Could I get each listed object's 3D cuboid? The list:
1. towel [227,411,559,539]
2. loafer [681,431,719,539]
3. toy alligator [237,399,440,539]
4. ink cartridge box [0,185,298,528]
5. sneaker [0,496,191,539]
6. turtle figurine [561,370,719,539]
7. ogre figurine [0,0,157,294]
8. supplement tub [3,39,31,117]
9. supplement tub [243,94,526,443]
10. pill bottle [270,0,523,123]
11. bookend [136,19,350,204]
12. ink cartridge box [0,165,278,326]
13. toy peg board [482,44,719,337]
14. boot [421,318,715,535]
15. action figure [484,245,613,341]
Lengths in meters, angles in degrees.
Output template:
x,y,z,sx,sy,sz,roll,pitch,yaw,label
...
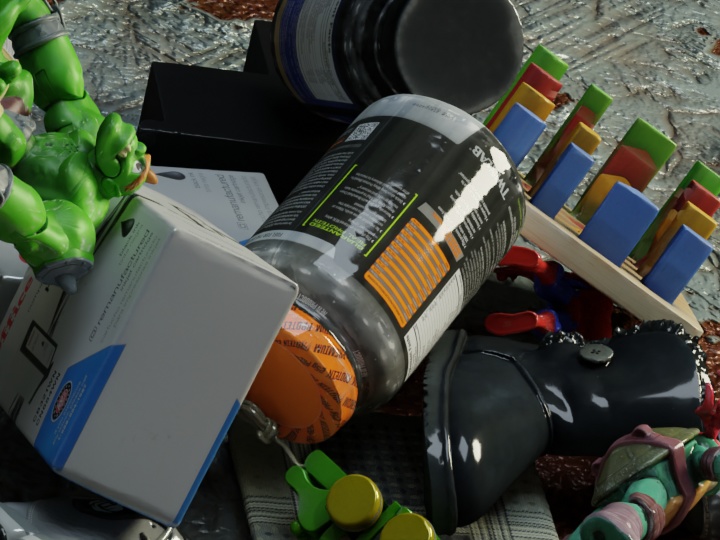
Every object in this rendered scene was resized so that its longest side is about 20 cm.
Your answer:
x,y,z,sx,sy,sz,roll,pitch,yaw,label
0.023,0.148,1.634,0.191,0.035,0.200,4,33,-13,towel
0.176,0.107,1.737,0.072,0.073,0.200,-5,25,-14,loafer
-0.010,0.141,1.555,0.200,0.059,0.054,33,78,29,toy alligator
-0.127,0.035,1.559,0.084,0.147,0.200,26,2,-23,ink cartridge box
-0.117,0.170,1.481,0.115,0.075,0.200,-10,37,-41,sneaker
0.167,0.135,1.555,0.101,0.150,0.200,46,38,18,turtle figurine
-0.175,-0.070,1.506,0.098,0.120,0.200,-35,26,3,ogre figurine
-0.284,-0.126,1.837,0.144,0.145,0.200,8,30,-12,supplement tub
0.000,0.000,1.646,0.122,0.123,0.200,26,51,19,supplement tub
0.025,-0.143,1.779,0.111,0.113,0.200,2,5,-21,pill bottle
-0.071,-0.094,1.932,0.199,0.093,0.199,6,31,-15,bookend
-0.144,0.003,1.741,0.199,0.084,0.145,3,33,-21,ink cartridge box
0.150,-0.058,1.824,0.200,0.098,0.199,35,7,-3,toy peg board
0.120,0.085,1.627,0.167,0.077,0.200,-1,21,6,boot
0.102,0.023,1.817,0.098,0.066,0.200,2,-7,24,action figure
